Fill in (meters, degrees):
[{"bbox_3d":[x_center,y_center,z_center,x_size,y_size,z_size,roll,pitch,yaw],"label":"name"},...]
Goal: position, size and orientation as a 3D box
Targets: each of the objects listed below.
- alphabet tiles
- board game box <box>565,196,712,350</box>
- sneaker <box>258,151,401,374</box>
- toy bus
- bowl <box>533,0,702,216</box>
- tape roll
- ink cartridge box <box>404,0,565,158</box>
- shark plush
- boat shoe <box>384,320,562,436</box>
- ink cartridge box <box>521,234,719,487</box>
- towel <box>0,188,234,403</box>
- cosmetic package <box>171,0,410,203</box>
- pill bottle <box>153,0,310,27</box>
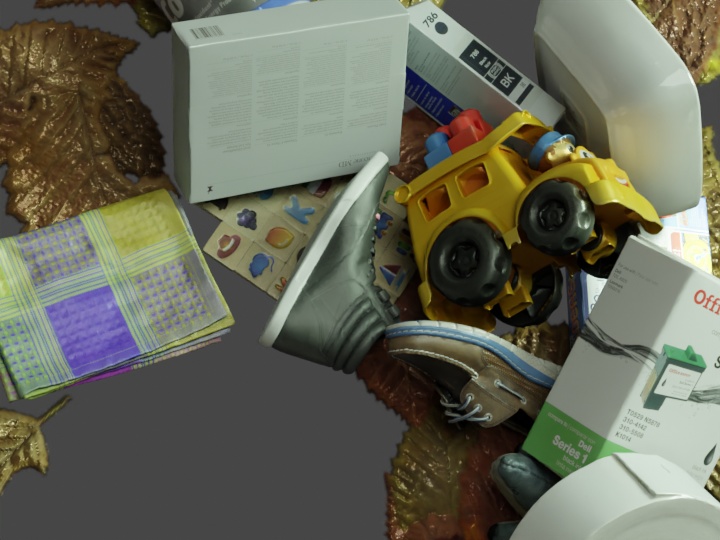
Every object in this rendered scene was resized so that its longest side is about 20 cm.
[{"bbox_3d":[-0.041,-0.043,1.509,0.199,0.006,0.167,33,64,-1],"label":"alphabet tiles"},{"bbox_3d":[0.253,0.023,1.550,0.134,0.034,0.202,6,66,-14],"label":"board game box"},{"bbox_3d":[0.000,0.000,1.464,0.099,0.071,0.201,30,70,-5],"label":"sneaker"},{"bbox_3d":[0.131,-0.066,1.463,0.135,0.199,0.194,22,44,-55],"label":"toy bus"},{"bbox_3d":[0.218,-0.152,1.516,0.074,0.200,0.201,-26,55,-8],"label":"bowl"},{"bbox_3d":[0.208,0.247,1.357,0.200,0.204,0.071,-10,27,-20],"label":"tape roll"},{"bbox_3d":[0.083,-0.173,1.547,0.199,0.100,0.039,38,62,0],"label":"ink cartridge box"},{"bbox_3d":[0.192,0.214,1.427,0.199,0.083,0.091,35,63,0],"label":"shark plush"},{"bbox_3d":[0.104,0.097,1.436,0.199,0.072,0.073,20,72,-26],"label":"boat shoe"},{"bbox_3d":[0.245,0.092,1.415,0.145,0.084,0.201,23,96,-40],"label":"ink cartridge box"},{"bbox_3d":[-0.217,0.017,1.424,0.198,0.023,0.145,-17,75,-22],"label":"towel"},{"bbox_3d":[-0.060,-0.148,1.459,0.198,0.152,0.052,-11,36,-21],"label":"cosmetic package"},{"bbox_3d":[-0.136,-0.268,1.514,0.113,0.114,0.201,-32,79,-25],"label":"pill bottle"}]
